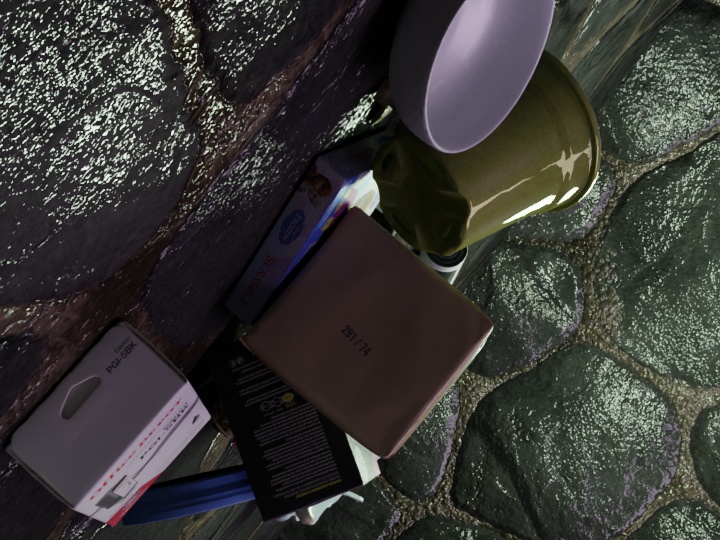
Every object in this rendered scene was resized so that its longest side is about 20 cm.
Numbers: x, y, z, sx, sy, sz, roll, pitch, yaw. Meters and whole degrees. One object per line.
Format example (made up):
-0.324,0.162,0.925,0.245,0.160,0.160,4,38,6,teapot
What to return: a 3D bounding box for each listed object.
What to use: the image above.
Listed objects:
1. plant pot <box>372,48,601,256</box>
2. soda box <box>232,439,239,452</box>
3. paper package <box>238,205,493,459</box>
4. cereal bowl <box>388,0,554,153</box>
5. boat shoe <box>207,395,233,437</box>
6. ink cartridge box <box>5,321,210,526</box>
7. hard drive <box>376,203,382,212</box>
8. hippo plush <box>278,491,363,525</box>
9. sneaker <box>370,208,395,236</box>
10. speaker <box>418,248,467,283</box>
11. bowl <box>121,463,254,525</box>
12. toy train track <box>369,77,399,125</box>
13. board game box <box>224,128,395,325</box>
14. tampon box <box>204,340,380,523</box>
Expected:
0.117,-0.113,1.321,0.184,0.201,0.201,-34,163,-33,plant pot
-0.070,0.203,1.707,0.199,0.070,0.063,-31,-172,14,soda box
0.010,0.069,1.339,0.191,0.199,0.104,-50,172,-6,paper package
0.092,-0.215,1.175,0.200,0.083,0.202,-39,147,-32,cereal bowl
-0.161,0.186,1.629,0.065,0.072,0.200,-45,177,-6,boat shoe
-0.218,0.144,1.138,0.147,0.083,0.200,-48,171,-12,ink cartridge box
0.101,-0.150,1.510,0.201,0.027,0.131,-58,153,12,hard drive
-0.131,0.460,2.724,0.160,0.161,0.199,-19,177,40,hippo plush
0.000,0.000,1.550,0.085,0.072,0.202,126,-13,-61,sneaker
0.134,0.001,2.305,0.081,0.081,0.200,-46,170,-26,speaker
-0.196,0.270,1.551,0.198,0.040,0.201,-12,174,-1,bowl
0.071,-0.204,1.354,0.115,0.032,0.200,-57,170,30,toy train track
-0.041,-0.050,1.375,0.201,0.041,0.199,-55,170,26,board game box
-0.073,0.168,1.468,0.125,0.202,0.150,-21,174,7,tampon box
